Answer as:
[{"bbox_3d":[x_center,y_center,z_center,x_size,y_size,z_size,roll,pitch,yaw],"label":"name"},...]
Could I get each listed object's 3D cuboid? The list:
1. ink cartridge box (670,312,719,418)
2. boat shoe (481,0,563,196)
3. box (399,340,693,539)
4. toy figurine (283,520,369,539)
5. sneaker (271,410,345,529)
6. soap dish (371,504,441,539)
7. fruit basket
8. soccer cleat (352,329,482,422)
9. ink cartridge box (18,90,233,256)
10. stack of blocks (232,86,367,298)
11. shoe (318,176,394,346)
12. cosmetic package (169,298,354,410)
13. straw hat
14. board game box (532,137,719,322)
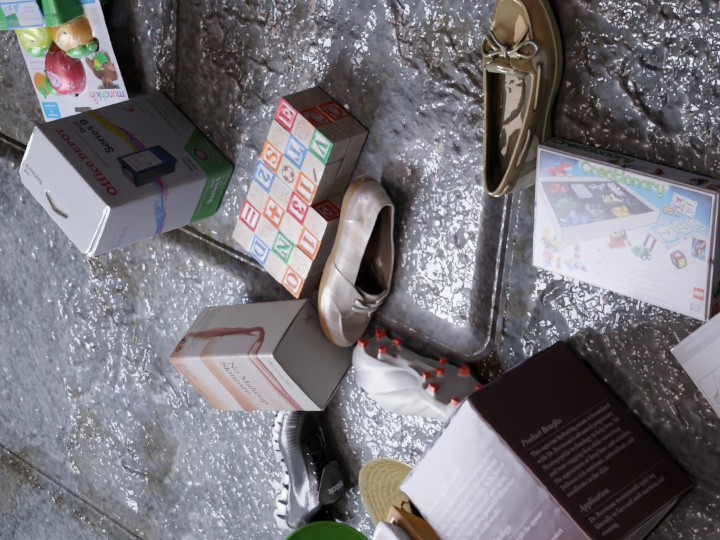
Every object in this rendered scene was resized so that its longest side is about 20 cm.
[{"bbox_3d":[0.394,0.090,1.444,0.174,0.043,0.200,57,136,12],"label":"ink cartridge box"},{"bbox_3d":[0.145,-0.172,1.562,0.073,0.063,0.203,21,120,37],"label":"boat shoe"},{"bbox_3d":[0.182,0.214,1.611,0.200,0.165,0.165,48,134,19],"label":"box"},{"bbox_3d":[-0.045,0.390,1.948,0.184,0.198,0.152,147,139,-65],"label":"toy figurine"},{"bbox_3d":[-0.055,0.232,1.926,0.090,0.066,0.202,21,124,33],"label":"sneaker"},{"bbox_3d":[0.057,0.368,1.679,0.157,0.081,0.202,41,122,51],"label":"soap dish"},{"bbox_3d":[-0.368,-0.274,2.001,0.184,0.093,0.202,6,114,43],"label":"fruit basket"},{"bbox_3d":[0.067,0.131,1.766,0.199,0.069,0.078,27,129,43],"label":"soccer cleat"},{"bbox_3d":[-0.271,-0.114,1.891,0.145,0.199,0.088,46,132,21],"label":"ink cartridge box"},{"bbox_3d":[-0.059,-0.085,1.800,0.115,0.058,0.201,42,131,24],"label":"stack of blocks"},{"bbox_3d":[0.000,0.000,1.769,0.053,0.069,0.202,34,126,40],"label":"shoe"},{"bbox_3d":[-0.114,0.100,1.877,0.199,0.088,0.104,-8,131,49],"label":"cosmetic package"},{"bbox_3d":[0.095,0.257,1.773,0.200,0.085,0.202,33,145,27],"label":"straw hat"},{"bbox_3d":[0.252,-0.041,1.534,0.199,0.034,0.128,20,120,38],"label":"board game box"}]
